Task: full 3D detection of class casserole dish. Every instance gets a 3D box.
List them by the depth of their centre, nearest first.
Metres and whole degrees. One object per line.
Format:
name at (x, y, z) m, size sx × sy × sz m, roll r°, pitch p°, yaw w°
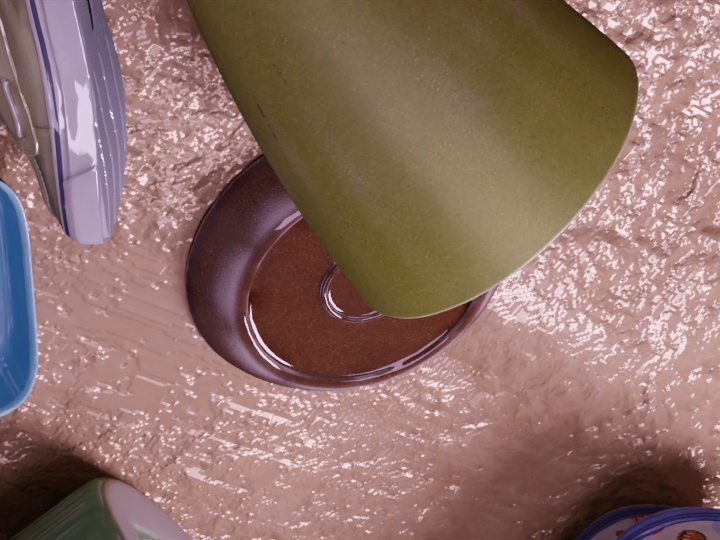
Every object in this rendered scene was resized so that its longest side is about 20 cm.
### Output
casserole dish at (-0.238, 0.012, 1.353) m, size 0.121 × 0.039 × 0.201 m, roll -11°, pitch 133°, yaw -13°

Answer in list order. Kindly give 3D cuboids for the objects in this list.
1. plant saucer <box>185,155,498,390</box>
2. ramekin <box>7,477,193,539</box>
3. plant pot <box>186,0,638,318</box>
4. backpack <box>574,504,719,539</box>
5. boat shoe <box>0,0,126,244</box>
plant saucer at (0.000, 0.000, 1.445) m, size 0.199 × 0.032 × 0.201 m, roll -12°, pitch 134°, yaw -13°
ramekin at (-0.130, 0.216, 1.473) m, size 0.098 × 0.200 × 0.200 m, roll -41°, pitch 133°, yaw 4°
plant pot at (0.007, -0.111, 1.263) m, size 0.187 × 0.187 × 0.200 m, roll -39°, pitch 117°, yaw 13°
backpack at (0.210, 0.241, 1.659) m, size 0.199 × 0.154 × 0.191 m, roll 10°, pitch 134°, yaw -36°
boat shoe at (-0.160, -0.099, 1.278) m, size 0.062 × 0.072 × 0.201 m, roll 2°, pitch 129°, yaw 9°
